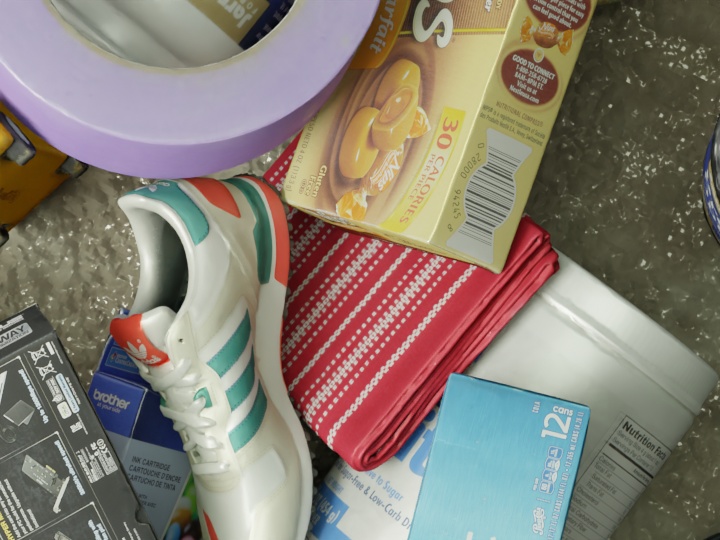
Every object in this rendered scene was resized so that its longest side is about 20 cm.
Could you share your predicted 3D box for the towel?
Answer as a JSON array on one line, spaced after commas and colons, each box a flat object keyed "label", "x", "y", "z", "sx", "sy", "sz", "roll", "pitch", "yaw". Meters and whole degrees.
[{"label": "towel", "x": 0.000, "y": 0.000, "z": 1.361, "sx": 0.145, "sy": 0.022, "sz": 0.200, "roll": -49, "pitch": 40, "yaw": 1}]

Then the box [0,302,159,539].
[{"label": "box", "x": -0.169, "y": 0.141, "z": 1.258, "sx": 0.157, "sy": 0.050, "sz": 0.201, "roll": -28, "pitch": 111, "yaw": -9}]

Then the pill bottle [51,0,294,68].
[{"label": "pill bottle", "x": -0.082, "y": -0.166, "z": 1.391, "sx": 0.119, "sy": 0.120, "sz": 0.200, "roll": 38, "pitch": 91, "yaw": 7}]

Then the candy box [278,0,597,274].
[{"label": "candy box", "x": 0.046, "y": -0.109, "z": 1.311, "sx": 0.115, "sy": 0.055, "sz": 0.201, "roll": 17, "pitch": 86, "yaw": 48}]

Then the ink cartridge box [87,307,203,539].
[{"label": "ink cartridge box", "x": -0.107, "y": 0.127, "z": 1.372, "sx": 0.042, "sy": 0.119, "sz": 0.202, "roll": 14, "pitch": 86, "yaw": 31}]

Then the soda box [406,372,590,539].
[{"label": "soda box", "x": 0.047, "y": 0.153, "z": 1.242, "sx": 0.067, "sy": 0.064, "sz": 0.201, "roll": 14, "pitch": 80, "yaw": 4}]

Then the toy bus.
[{"label": "toy bus", "x": -0.189, "y": -0.061, "z": 1.351, "sx": 0.065, "sy": 0.200, "sz": 0.078, "roll": -41, "pitch": 84, "yaw": 5}]

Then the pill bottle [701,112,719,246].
[{"label": "pill bottle", "x": 0.219, "y": -0.049, "z": 1.312, "sx": 0.111, "sy": 0.200, "sz": 0.113, "roll": 0, "pitch": 86, "yaw": 5}]

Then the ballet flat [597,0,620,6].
[{"label": "ballet flat", "x": 0.056, "y": -0.150, "z": 1.401, "sx": 0.199, "sy": 0.071, "sz": 0.071, "roll": -16, "pitch": 84, "yaw": 4}]

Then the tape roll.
[{"label": "tape roll", "x": -0.088, "y": -0.148, "z": 1.271, "sx": 0.198, "sy": 0.085, "sz": 0.202, "roll": 1, "pitch": 82, "yaw": -8}]

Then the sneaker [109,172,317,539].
[{"label": "sneaker", "x": -0.079, "y": 0.052, "z": 1.305, "sx": 0.070, "sy": 0.093, "sz": 0.202, "roll": -9, "pitch": 82, "yaw": 45}]

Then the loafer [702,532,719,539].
[{"label": "loafer", "x": 0.200, "y": 0.156, "z": 1.362, "sx": 0.199, "sy": 0.070, "sz": 0.068, "roll": -24, "pitch": 75, "yaw": 3}]

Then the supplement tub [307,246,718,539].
[{"label": "supplement tub", "x": 0.067, "y": 0.095, "z": 1.353, "sx": 0.132, "sy": 0.132, "sz": 0.201, "roll": 35, "pitch": 90, "yaw": 7}]
